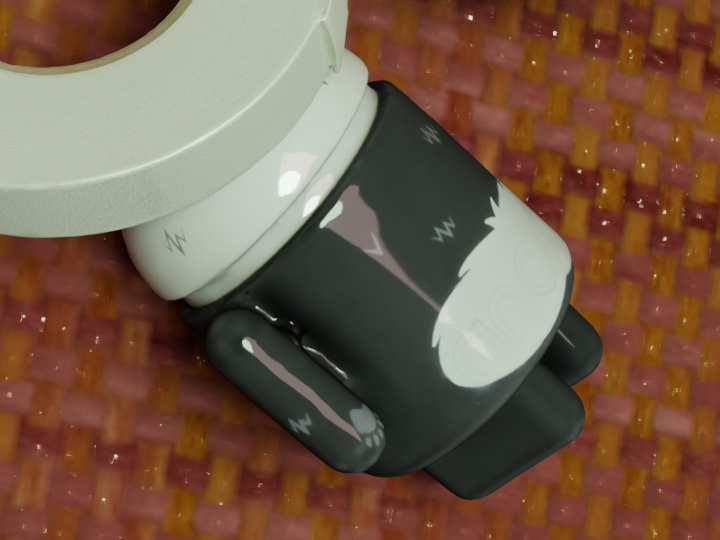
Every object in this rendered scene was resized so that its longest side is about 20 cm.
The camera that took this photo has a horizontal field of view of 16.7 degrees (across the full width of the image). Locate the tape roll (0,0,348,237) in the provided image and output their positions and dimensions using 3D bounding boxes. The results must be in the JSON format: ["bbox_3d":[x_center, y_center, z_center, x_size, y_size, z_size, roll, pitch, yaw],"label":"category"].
[{"bbox_3d":[-0.104,-0.105,0.894,0.202,0.037,0.203,-3,59,5],"label":"tape roll"}]

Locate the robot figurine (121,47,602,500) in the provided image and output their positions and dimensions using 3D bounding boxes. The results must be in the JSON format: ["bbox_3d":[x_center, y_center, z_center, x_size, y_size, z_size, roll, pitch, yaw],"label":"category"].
[{"bbox_3d":[-0.001,0.000,0.948,0.200,0.150,0.125,41,89,-16],"label":"robot figurine"}]
